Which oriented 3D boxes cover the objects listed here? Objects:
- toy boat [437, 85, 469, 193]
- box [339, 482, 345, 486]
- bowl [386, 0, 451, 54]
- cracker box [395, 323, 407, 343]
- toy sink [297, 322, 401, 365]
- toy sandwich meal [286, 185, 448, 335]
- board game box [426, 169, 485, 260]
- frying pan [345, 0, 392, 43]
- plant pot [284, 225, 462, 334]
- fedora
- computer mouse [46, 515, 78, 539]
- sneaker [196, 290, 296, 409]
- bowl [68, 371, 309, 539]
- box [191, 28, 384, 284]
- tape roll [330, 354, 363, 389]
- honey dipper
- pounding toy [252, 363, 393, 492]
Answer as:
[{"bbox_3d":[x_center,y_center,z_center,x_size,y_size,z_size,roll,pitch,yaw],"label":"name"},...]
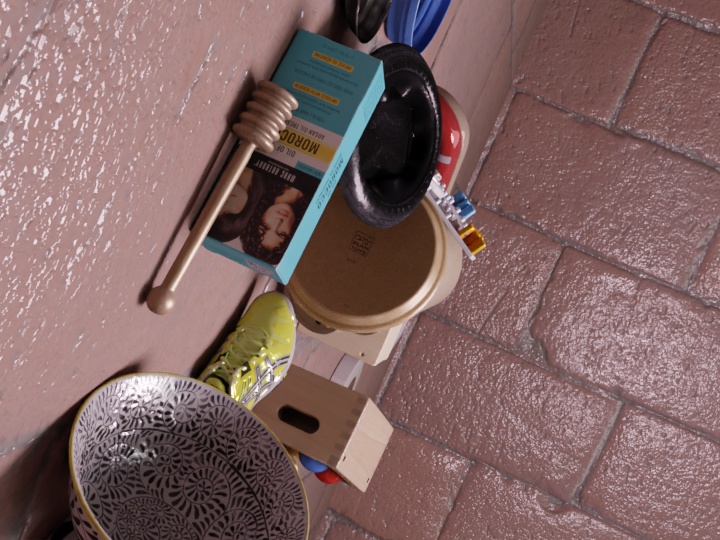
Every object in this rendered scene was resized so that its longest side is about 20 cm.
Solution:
[{"bbox_3d":[0.064,-0.166,1.207,0.130,0.130,0.201,-17,138,-38],"label":"toy boat"},{"bbox_3d":[-0.021,0.612,2.868,0.201,0.041,0.156,-60,169,-26],"label":"box"},{"bbox_3d":[0.085,-0.357,1.009,0.201,0.039,0.202,24,90,-81],"label":"bowl"},{"bbox_3d":[0.101,0.092,2.188,0.134,0.057,0.201,-50,161,-58],"label":"cracker box"},{"bbox_3d":[-0.002,0.069,1.315,0.200,0.130,0.113,-3,117,-81],"label":"toy sink"},{"bbox_3d":[0.002,-0.023,0.944,0.206,0.204,0.070,-63,168,-15],"label":"toy sandwich meal"},{"bbox_3d":[0.086,-0.124,1.049,0.026,0.201,0.200,-33,-168,13],"label":"board game box"},{"bbox_3d":[0.019,-0.303,0.791,0.191,0.031,0.115,99,17,-47],"label":"frying pan"},{"bbox_3d":[0.000,0.000,1.077,0.200,0.187,0.188,-32,148,-48],"label":"plant pot"},{"bbox_3d":[0.004,-0.138,0.862,0.200,0.091,0.202,-30,125,-53],"label":"fedora"},{"bbox_3d":[-0.213,0.218,0.718,0.200,0.044,0.111,-29,119,-68],"label":"computer mouse"},{"bbox_3d":[-0.124,0.108,0.881,0.077,0.075,0.201,93,21,-67],"label":"sneaker"},{"bbox_3d":[-0.147,0.185,0.655,0.094,0.200,0.201,-52,178,25],"label":"bowl"},{"bbox_3d":[-0.058,-0.097,0.718,0.049,0.082,0.201,74,40,-74],"label":"box"},{"bbox_3d":[-0.049,0.273,1.854,0.203,0.037,0.204,24,90,-81],"label":"tape roll"},{"bbox_3d":[-0.111,-0.055,0.665,0.201,0.038,0.038,-62,170,-9],"label":"honey dipper"},{"bbox_3d":[-0.081,0.231,1.189,0.143,0.199,0.184,-63,156,-17],"label":"pounding toy"}]
